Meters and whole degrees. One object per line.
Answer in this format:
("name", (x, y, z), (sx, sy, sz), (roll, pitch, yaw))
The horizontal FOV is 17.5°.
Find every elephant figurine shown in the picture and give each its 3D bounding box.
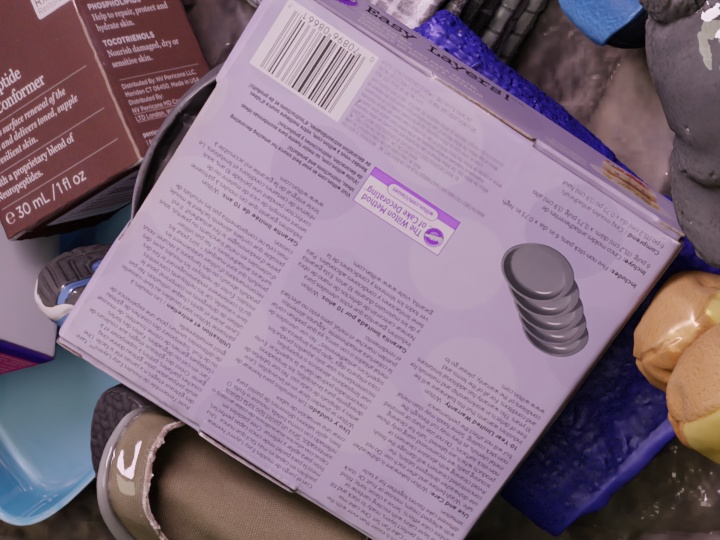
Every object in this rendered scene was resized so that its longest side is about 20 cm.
("elephant figurine", (0.218, -0.074, 0.874), (0.199, 0.155, 0.142), (-1, 101, 24))

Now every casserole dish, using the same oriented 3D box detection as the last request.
("casserole dish", (-0.137, 0.035, 1.143), (0.200, 0.039, 0.121), (-46, 71, 21))

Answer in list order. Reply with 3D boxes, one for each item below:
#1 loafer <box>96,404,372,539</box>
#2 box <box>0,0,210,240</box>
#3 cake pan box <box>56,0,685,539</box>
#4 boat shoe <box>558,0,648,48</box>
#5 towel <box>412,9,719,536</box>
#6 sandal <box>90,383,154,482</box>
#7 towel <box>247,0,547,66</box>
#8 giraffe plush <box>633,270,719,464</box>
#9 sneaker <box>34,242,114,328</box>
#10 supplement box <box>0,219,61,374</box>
("loafer", (-0.022, 0.110, 1.000), (0.070, 0.200, 0.075), (-9, 61, 51))
("box", (-0.145, -0.126, 1.063), (0.100, 0.075, 0.200), (-28, 82, 38))
("cake pan box", (0.000, 0.000, 0.944), (0.200, 0.052, 0.184), (32, 108, -3))
("boat shoe", (0.159, -0.179, 0.973), (0.200, 0.069, 0.084), (-45, 63, 20))
("towel", (0.060, 0.006, 0.985), (0.200, 0.050, 0.148), (40, 103, -6))
("sandal", (-0.053, 0.132, 1.095), (0.200, 0.045, 0.075), (48, 138, 2))
("towel", (0.016, -0.183, 1.034), (0.165, 0.086, 0.200), (38, 107, 23))
("giraffe plush", (0.201, 0.102, 0.919), (0.199, 0.173, 0.163), (5, 111, -14))
("sneaker", (-0.058, 0.051, 1.053), (0.200, 0.076, 0.077), (24, 119, 0))
("supplement box", (-0.246, 0.003, 1.129), (0.200, 0.103, 0.102), (-14, 66, 38))
